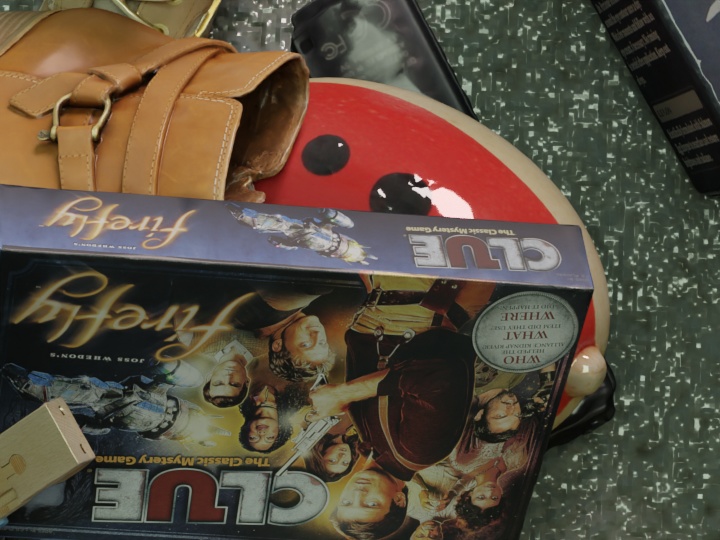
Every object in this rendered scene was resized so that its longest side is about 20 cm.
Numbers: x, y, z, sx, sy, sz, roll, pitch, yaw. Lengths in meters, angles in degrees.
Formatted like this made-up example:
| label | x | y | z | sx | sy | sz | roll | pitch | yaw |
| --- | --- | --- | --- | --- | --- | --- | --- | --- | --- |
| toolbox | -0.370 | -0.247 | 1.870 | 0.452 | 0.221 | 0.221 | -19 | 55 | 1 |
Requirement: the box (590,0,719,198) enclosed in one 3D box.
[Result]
| label | x | y | z | sx | sy | sz | roll | pitch | yaw |
| --- | --- | --- | --- | --- | --- | --- | --- | --- | --- |
| box | 0.172 | -0.162 | 1.069 | 0.196 | 0.117 | 0.201 | -30 | 92 | -4 |

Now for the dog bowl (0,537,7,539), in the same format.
| label | x | y | z | sx | sy | sz | roll | pitch | yaw |
| --- | --- | --- | --- | --- | --- | --- | --- | --- | --- |
| dog bowl | -0.224 | 0.090 | 1.079 | 0.198 | 0.074 | 0.202 | -1 | 79 | 4 |

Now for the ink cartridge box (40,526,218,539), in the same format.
| label | x | y | z | sx | sy | sz | roll | pitch | yaw |
| --- | --- | --- | --- | --- | --- | --- | --- | --- | --- |
| ink cartridge box | -0.064 | 0.164 | 0.994 | 0.144 | 0.200 | 0.084 | 21 | 124 | 7 |

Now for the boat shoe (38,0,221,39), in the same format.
| label | x | y | z | sx | sy | sz | roll | pitch | yaw |
| --- | --- | --- | --- | --- | --- | --- | --- | --- | --- |
| boat shoe | -0.085 | -0.120 | 1.117 | 0.073 | 0.069 | 0.201 | 24 | 80 | 8 |

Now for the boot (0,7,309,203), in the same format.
| label | x | y | z | sx | sy | sz | roll | pitch | yaw |
| --- | --- | --- | --- | --- | --- | --- | --- | --- | --- |
| boot | -0.115 | -0.022 | 1.009 | 0.154 | 0.074 | 0.201 | 7 | 52 | 22 |

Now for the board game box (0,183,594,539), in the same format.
| label | x | y | z | sx | sy | sz | roll | pitch | yaw |
| --- | --- | --- | --- | --- | --- | --- | --- | --- | --- |
| board game box | -0.032 | 0.039 | 0.981 | 0.198 | 0.136 | 0.035 | 4 | 41 | -10 |

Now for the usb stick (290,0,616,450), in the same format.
| label | x | y | z | sx | sy | sz | roll | pitch | yaw |
| --- | --- | --- | --- | --- | --- | --- | --- | --- | --- |
| usb stick | 0.035 | -0.022 | 1.109 | 0.055 | 0.033 | 0.201 | -28 | 78 | 6 |

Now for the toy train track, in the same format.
| label | x | y | z | sx | sy | sz | roll | pitch | yaw |
| --- | --- | --- | --- | --- | --- | --- | --- | --- | --- |
| toy train track | -0.161 | 0.098 | 0.984 | 0.200 | 0.032 | 0.115 | -34 | 83 | 30 |

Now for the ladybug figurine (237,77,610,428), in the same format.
| label | x | y | z | sx | sy | sz | roll | pitch | yaw |
| --- | --- | --- | --- | --- | --- | --- | --- | --- | --- |
| ladybug figurine | 0.000 | 0.000 | 1.064 | 0.199 | 0.072 | 0.137 | 21 | 97 | 22 |
